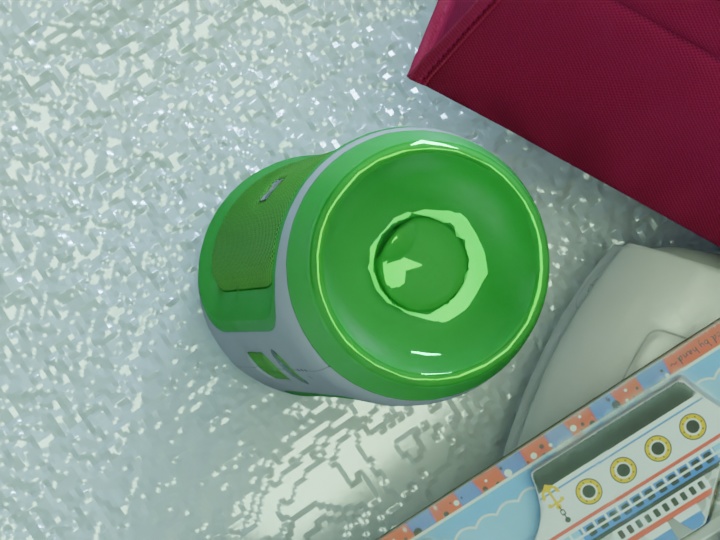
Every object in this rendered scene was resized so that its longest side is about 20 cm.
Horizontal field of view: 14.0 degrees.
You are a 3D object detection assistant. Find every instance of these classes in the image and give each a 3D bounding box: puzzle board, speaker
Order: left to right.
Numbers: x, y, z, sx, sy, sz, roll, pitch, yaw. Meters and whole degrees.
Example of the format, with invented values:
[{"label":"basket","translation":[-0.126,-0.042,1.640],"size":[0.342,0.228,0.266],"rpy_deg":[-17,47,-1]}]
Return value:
[{"label":"speaker","translation":[0.000,0.000,0.943],"size":[0.088,0.200,0.089],"rpy_deg":[0,89,-12]},{"label":"puzzle board","translation":[0.091,0.125,0.982],"size":[0.200,0.017,0.151],"rpy_deg":[-34,94,13]}]

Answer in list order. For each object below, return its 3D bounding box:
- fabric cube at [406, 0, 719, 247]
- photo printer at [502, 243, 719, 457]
[{"label":"fabric cube","translation":[0.166,-0.129,0.958],"size":[0.199,0.200,0.196],"rpy_deg":[29,61,-10]},{"label":"photo printer","translation":[0.147,0.088,1.039],"size":[0.200,0.069,0.167],"rpy_deg":[18,87,-10]}]
